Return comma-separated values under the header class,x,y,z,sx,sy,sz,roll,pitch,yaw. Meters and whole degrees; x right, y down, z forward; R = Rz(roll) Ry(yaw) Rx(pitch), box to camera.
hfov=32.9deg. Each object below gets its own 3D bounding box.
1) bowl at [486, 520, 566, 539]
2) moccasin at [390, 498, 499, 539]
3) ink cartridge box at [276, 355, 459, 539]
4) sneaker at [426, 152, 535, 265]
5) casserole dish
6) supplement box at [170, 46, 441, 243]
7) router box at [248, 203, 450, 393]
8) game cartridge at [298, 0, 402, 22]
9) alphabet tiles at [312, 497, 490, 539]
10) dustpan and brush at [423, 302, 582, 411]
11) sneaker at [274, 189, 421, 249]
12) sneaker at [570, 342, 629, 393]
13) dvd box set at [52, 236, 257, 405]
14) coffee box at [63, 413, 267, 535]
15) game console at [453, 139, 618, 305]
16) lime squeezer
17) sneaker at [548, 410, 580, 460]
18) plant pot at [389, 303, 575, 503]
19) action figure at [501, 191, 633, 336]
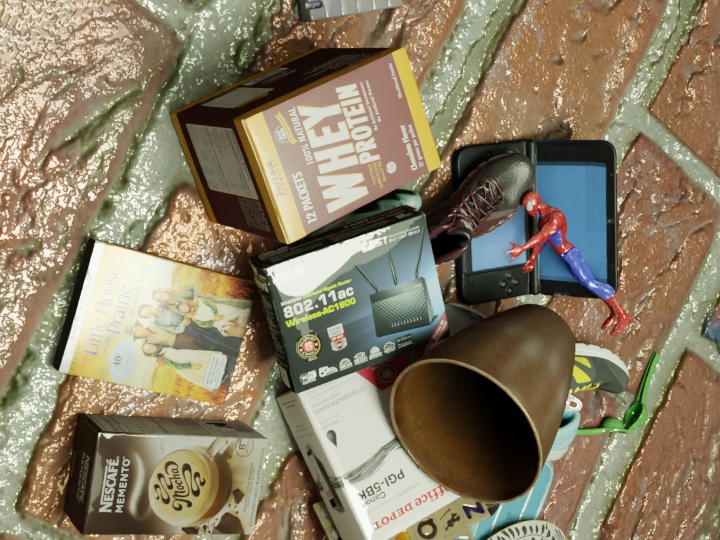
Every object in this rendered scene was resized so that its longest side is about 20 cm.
class,x,y,z,sx,sy,sz,roll,pitch,yaw
bowl,0.216,0.434,1.575,0.199,0.094,0.202,-15,123,-24
moccasin,0.074,0.297,1.511,0.200,0.078,0.074,-23,148,-15
ink cartridge box,0.015,0.204,1.421,0.146,0.083,0.201,-25,88,-24
sneaker,0.136,-0.062,1.436,0.200,0.116,0.076,-39,100,-1
casserole dish,0.190,0.309,1.603,0.121,0.039,0.201,27,86,-30
supplement box,-0.060,-0.140,1.291,0.196,0.200,0.134,-28,111,-23
router box,-0.009,0.030,1.353,0.199,0.062,0.151,-20,109,-16
game cartridge,-0.021,-0.389,1.370,0.129,0.038,0.202,-16,106,-31
alphabet tiles,0.051,0.290,1.469,0.199,0.006,0.167,-19,65,-21
dustpan and brush,0.174,0.133,1.498,0.198,0.057,0.141,19,88,0
sneaker,0.000,0.000,1.427,0.199,0.078,0.141,-28,113,-13
sneaker,0.263,0.137,1.585,0.199,0.074,0.085,19,62,-22
dvd box set,-0.221,0.058,1.331,0.199,0.029,0.148,17,90,-31
coffee box,-0.213,0.225,1.334,0.199,0.080,0.114,6,96,-30
game console,0.217,-0.058,1.510,0.169,0.118,0.202,-9,102,-28
lime squeezer,0.356,0.196,1.679,0.199,0.038,0.071,-32,112,-21
sneaker,0.193,0.191,1.548,0.199,0.074,0.082,4,127,-32
plant pot,0.162,0.126,1.381,0.200,0.186,0.188,-43,119,-44
action figure,0.237,0.002,1.479,0.099,0.065,0.201,-33,99,-1
